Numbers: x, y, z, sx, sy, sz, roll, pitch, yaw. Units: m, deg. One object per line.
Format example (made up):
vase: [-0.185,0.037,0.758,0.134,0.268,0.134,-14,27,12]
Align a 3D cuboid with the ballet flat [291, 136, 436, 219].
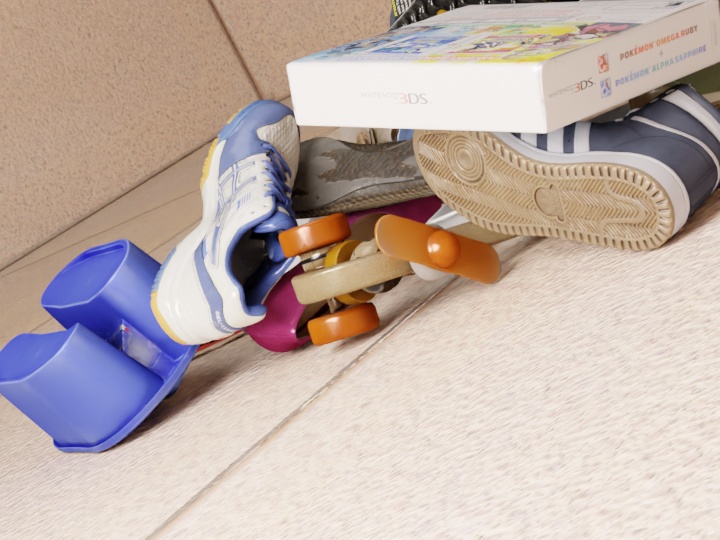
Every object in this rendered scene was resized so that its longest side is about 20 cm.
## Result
ballet flat: [0.010,-0.067,1.295,0.199,0.046,0.068,-10,58,34]

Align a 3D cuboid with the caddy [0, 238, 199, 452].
caddy: [-0.182,0.062,1.311,0.142,0.105,0.200,-57,20,-20]

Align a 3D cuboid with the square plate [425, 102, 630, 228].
square plate: [0.162,-0.083,1.286,0.199,0.029,0.198,-22,7,23]

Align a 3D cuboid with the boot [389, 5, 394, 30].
boot: [0.075,-0.169,1.600,0.074,0.097,0.200,-17,-23,7]

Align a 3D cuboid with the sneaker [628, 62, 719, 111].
sneaker: [0.263,-0.164,1.160,0.199,0.090,0.067,-14,13,5]

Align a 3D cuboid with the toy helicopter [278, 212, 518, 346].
toy helicopter: [0.052,-0.018,1.159,0.199,0.079,0.132,-18,-1,-18]

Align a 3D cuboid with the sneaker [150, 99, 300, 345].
sneaker: [-0.068,-0.035,1.242,0.088,0.075,0.201,-9,51,40]

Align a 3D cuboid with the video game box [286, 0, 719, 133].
video game box: [0.088,-0.126,1.096,0.199,0.047,0.182,6,20,44]

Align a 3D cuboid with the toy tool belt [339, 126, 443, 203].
toy tool belt: [0.087,-0.119,1.436,0.199,0.125,0.123,-6,-9,-18]

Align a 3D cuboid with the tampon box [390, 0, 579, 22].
tampon box: [0.136,-0.263,1.414,0.149,0.127,0.200,3,-19,-42]

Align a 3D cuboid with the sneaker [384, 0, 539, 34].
sneaker: [0.071,-0.184,1.300,0.200,0.070,0.090,-46,2,-2]

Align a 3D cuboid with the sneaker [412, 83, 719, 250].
sneaker: [0.133,-0.071,1.085,0.200,0.070,0.108,17,40,41]

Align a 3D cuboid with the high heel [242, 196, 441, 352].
high heel: [0.000,0.000,1.287,0.200,0.068,0.096,-35,27,-24]

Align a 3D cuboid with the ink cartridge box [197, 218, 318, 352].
ink cartridge box: [-0.109,0.015,1.519,0.162,0.057,0.200,-25,5,15]

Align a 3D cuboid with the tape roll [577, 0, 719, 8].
tape roll: [0.166,-0.153,1.288,0.200,0.066,0.200,-31,-1,-1]
